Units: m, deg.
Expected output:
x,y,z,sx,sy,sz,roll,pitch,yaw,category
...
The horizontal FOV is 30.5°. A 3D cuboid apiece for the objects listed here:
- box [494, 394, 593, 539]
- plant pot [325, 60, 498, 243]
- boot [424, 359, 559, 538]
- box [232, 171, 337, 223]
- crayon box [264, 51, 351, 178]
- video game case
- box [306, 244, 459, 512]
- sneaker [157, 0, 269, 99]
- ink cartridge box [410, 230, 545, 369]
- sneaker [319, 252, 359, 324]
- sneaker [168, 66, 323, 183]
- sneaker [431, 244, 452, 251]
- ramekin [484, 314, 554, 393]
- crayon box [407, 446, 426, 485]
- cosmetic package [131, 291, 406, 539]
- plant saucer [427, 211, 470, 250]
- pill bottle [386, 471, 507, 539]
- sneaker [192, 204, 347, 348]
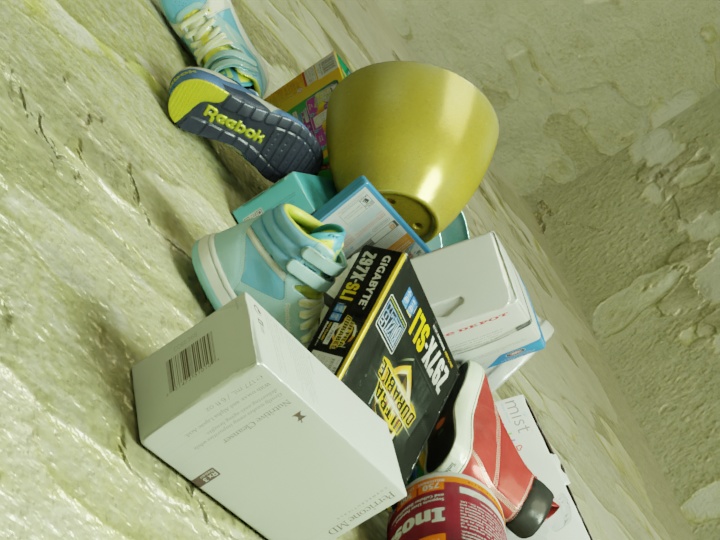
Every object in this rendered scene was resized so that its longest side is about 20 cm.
x,y,z,sx,sy,sz,roll,pitch,yaw,category
0.172,0.269,1.413,0.177,0.096,0.201,81,-10,-52,box
0.049,-0.111,1.467,0.200,0.199,0.143,46,42,-40,plant pot
0.138,0.183,1.337,0.144,0.072,0.200,35,26,-11,boot
-0.066,-0.064,1.467,0.049,0.082,0.200,60,14,7,box
-0.050,-0.177,1.673,0.058,0.118,0.201,47,17,-38,crayon box
0.000,0.000,1.428,0.200,0.143,0.018,45,9,-44,video game case
0.016,0.099,1.181,0.160,0.049,0.200,-63,148,-27,box
-0.173,-0.265,1.545,0.200,0.079,0.131,51,13,-24,sneaker
0.104,0.046,1.389,0.200,0.144,0.085,47,25,-67,ink cartridge box
-0.007,0.065,1.426,0.074,0.079,0.201,-92,167,-51,sneaker
-0.124,-0.162,1.435,0.199,0.074,0.082,32,13,-31,sneaker
0.049,0.016,1.554,0.088,0.198,0.082,88,11,-63,sneaker
0.128,0.103,1.574,0.094,0.202,0.202,47,12,5,ramekin
0.023,0.159,1.336,0.201,0.058,0.119,55,14,-13,crayon box
-0.066,0.121,0.987,0.200,0.113,0.081,45,18,-37,cosmetic package
0.044,-0.025,1.631,0.200,0.200,0.036,53,-20,-22,plant saucer
0.078,0.272,1.159,0.113,0.113,0.200,54,13,-16,pill bottle
-0.048,0.034,1.169,0.201,0.130,0.080,58,13,-8,sneaker
